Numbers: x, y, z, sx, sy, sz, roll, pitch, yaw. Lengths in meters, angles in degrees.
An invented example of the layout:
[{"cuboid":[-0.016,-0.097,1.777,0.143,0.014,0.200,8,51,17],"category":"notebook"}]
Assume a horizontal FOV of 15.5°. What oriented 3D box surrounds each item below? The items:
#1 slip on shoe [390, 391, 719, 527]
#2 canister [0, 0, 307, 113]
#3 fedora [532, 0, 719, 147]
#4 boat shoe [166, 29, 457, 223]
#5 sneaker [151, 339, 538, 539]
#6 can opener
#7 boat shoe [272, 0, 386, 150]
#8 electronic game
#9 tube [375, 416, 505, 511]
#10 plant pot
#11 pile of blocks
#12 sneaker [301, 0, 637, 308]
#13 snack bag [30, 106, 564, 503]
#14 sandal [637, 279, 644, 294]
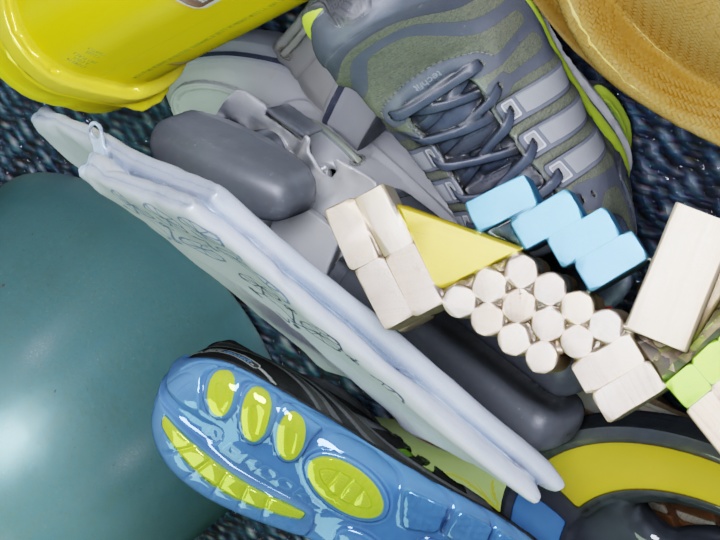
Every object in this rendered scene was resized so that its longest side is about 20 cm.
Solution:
[{"cuboid":[0.107,0.066,1.080,0.200,0.061,0.076,21,138,22],"category":"slip on shoe"},{"cuboid":[-0.056,-0.154,0.956,0.087,0.149,0.200,11,161,-34],"category":"canister"},{"cuboid":[0.119,-0.099,0.835,0.201,0.082,0.201,14,134,15],"category":"fedora"},{"cuboid":[-0.012,-0.041,1.088,0.200,0.067,0.074,23,140,30],"category":"boat shoe"},{"cuboid":[0.009,0.090,1.045,0.200,0.083,0.071,36,110,-7],"category":"sneaker"},{"cuboid":[0.000,0.000,1.012,0.200,0.067,0.053,38,124,27],"category":"can opener"},{"cuboid":[0.015,-0.121,0.978,0.066,0.072,0.200,41,152,7],"category":"boat shoe"},{"cuboid":[0.142,0.135,1.029,0.200,0.042,0.200,24,140,22],"category":"electronic game"},{"cuboid":[0.049,0.096,1.187,0.200,0.052,0.058,5,170,38],"category":"tube"},{"cuboid":[-0.162,0.080,1.291,0.201,0.161,0.201,28,143,24],"category":"plant pot"},{"cuboid":[0.087,0.012,0.899,0.200,0.082,0.062,26,-177,9],"category":"pile of blocks"},{"cuboid":[0.050,-0.047,0.933,0.074,0.081,0.200,-29,145,21],"category":"sneaker"},{"cuboid":[-0.034,0.008,0.993,0.189,0.021,0.200,40,174,-29],"category":"snack bag"},{"cuboid":[0.177,0.017,0.928,0.200,0.082,0.055,-2,113,52],"category":"sandal"}]
